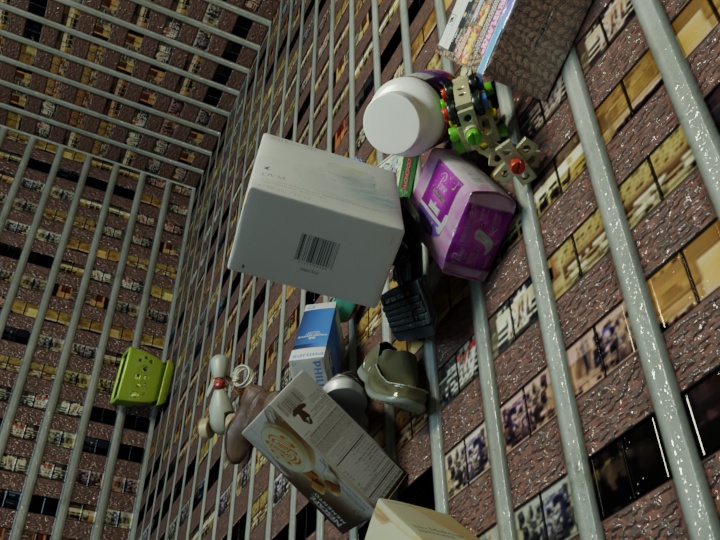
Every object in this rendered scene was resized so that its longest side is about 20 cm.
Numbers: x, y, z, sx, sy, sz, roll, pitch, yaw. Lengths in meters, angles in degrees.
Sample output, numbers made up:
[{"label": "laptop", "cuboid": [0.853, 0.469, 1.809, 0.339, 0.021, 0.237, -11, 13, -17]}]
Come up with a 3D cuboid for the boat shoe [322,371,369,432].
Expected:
[{"label": "boat shoe", "cuboid": [-0.019, 0.184, 1.207, 0.200, 0.070, 0.066, 71, -167, -60]}]

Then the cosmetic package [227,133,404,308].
[{"label": "cosmetic package", "cuboid": [-0.057, -0.072, 1.101, 0.200, 0.199, 0.123, -94, 21, -63]}]

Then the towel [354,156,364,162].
[{"label": "towel", "cuboid": [-0.008, -0.115, 1.510, 0.200, 0.024, 0.145, -111, 40, -63]}]

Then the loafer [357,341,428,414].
[{"label": "loafer", "cuboid": [0.044, 0.142, 1.150, 0.070, 0.075, 0.200, -69, 19, 3]}]

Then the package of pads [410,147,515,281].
[{"label": "package of pads", "cuboid": [0.129, -0.081, 1.107, 0.200, 0.075, 0.121, -115, 41, -63]}]

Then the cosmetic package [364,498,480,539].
[{"label": "cosmetic package", "cuboid": [0.086, 0.312, 0.862, 0.200, 0.105, 0.071, 13, 84, 69]}]

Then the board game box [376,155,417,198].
[{"label": "board game box", "cuboid": [0.037, -0.128, 1.464, 0.200, 0.029, 0.135, -28, 47, 63]}]

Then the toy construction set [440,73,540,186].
[{"label": "toy construction set", "cuboid": [0.155, -0.181, 1.062, 0.092, 0.131, 0.200, -24, 30, 1]}]

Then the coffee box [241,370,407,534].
[{"label": "coffee box", "cuboid": [-0.051, 0.249, 1.127, 0.080, 0.200, 0.114, -44, -2, -40]}]

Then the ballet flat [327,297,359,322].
[{"label": "ballet flat", "cuboid": [0.000, 0.000, 1.419, 0.200, 0.069, 0.071, -63, 3, 28]}]

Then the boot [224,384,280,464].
[{"label": "boot", "cuboid": [-0.222, 0.335, 1.741, 0.200, 0.064, 0.187, 0, 76, 65]}]

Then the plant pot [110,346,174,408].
[{"label": "plant pot", "cuboid": [-0.801, 0.409, 3.045, 0.200, 0.181, 0.200, -29, 48, 62]}]

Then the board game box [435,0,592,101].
[{"label": "board game box", "cuboid": [0.200, -0.333, 1.095, 0.200, 0.097, 0.160, -119, 49, -64]}]

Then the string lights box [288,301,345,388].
[{"label": "string lights box", "cuboid": [-0.066, 0.139, 1.343, 0.200, 0.059, 0.103, -79, -19, -68]}]

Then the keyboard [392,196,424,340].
[{"label": "keyboard", "cuboid": [0.069, -0.009, 1.166, 0.127, 0.021, 0.201, -123, 26, -57]}]

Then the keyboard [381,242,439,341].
[{"label": "keyboard", "cuboid": [0.057, 0.033, 1.130, 0.200, 0.021, 0.128, 147, 109, -75]}]

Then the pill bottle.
[{"label": "pill bottle", "cuboid": [0.079, -0.224, 1.183, 0.112, 0.111, 0.200, -62, -11, 27]}]

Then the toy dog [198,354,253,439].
[{"label": "toy dog", "cuboid": [-0.322, 0.312, 1.976, 0.096, 0.131, 0.201, 47, -121, -68]}]
